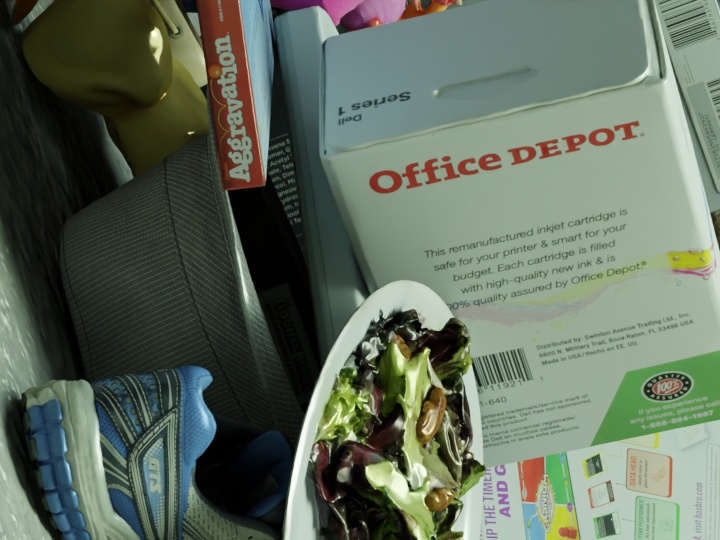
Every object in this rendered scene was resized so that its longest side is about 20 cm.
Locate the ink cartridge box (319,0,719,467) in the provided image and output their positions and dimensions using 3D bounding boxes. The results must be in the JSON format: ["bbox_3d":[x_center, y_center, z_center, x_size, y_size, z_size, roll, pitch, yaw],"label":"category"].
[{"bbox_3d":[0.077,-0.018,1.170,0.084,0.144,0.200,-92,166,-48],"label":"ink cartridge box"}]

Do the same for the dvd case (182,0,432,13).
[{"bbox_3d":[-0.060,-0.205,1.479,0.018,0.200,0.143,-41,124,-39],"label":"dvd case"}]

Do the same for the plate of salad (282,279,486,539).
[{"bbox_3d":[0.020,0.105,1.092,0.200,0.048,0.201,5,90,-65],"label":"plate of salad"}]

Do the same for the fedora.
[{"bbox_3d":[-0.071,0.020,1.163,0.200,0.090,0.177,65,10,-47],"label":"fedora"}]

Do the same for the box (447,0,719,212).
[{"bbox_3d":[0.109,-0.084,1.479,0.041,0.200,0.156,6,64,-81],"label":"box"}]

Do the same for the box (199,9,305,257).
[{"bbox_3d":[-0.033,-0.019,1.466,0.148,0.104,0.200,46,26,-69],"label":"box"}]

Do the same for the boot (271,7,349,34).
[{"bbox_3d":[-0.054,-0.203,1.388,0.200,0.066,0.165,45,25,-20],"label":"boot"}]

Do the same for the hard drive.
[{"bbox_3d":[0.000,0.000,1.217,0.132,0.026,0.200,58,21,-64],"label":"hard drive"}]

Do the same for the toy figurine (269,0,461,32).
[{"bbox_3d":[0.006,-0.169,1.288,0.184,0.150,0.200,-59,141,-46],"label":"toy figurine"}]

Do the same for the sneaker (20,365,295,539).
[{"bbox_3d":[-0.057,0.105,1.069,0.200,0.085,0.077,61,12,-51],"label":"sneaker"}]

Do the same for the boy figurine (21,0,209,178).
[{"bbox_3d":[-0.094,-0.052,1.285,0.200,0.064,0.125,60,13,-46],"label":"boy figurine"}]

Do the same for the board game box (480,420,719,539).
[{"bbox_3d":[0.083,0.093,1.295,0.040,0.200,0.153,125,-25,-59],"label":"board game box"}]

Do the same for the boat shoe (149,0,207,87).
[{"bbox_3d":[-0.122,-0.173,1.387,0.072,0.065,0.200,52,20,-65],"label":"boat shoe"}]

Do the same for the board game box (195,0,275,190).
[{"bbox_3d":[-0.052,-0.114,1.116,0.200,0.019,0.103,-92,176,-70],"label":"board game box"}]

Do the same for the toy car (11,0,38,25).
[{"bbox_3d":[-0.134,-0.204,1.190,0.177,0.184,0.201,-58,156,-80],"label":"toy car"}]
